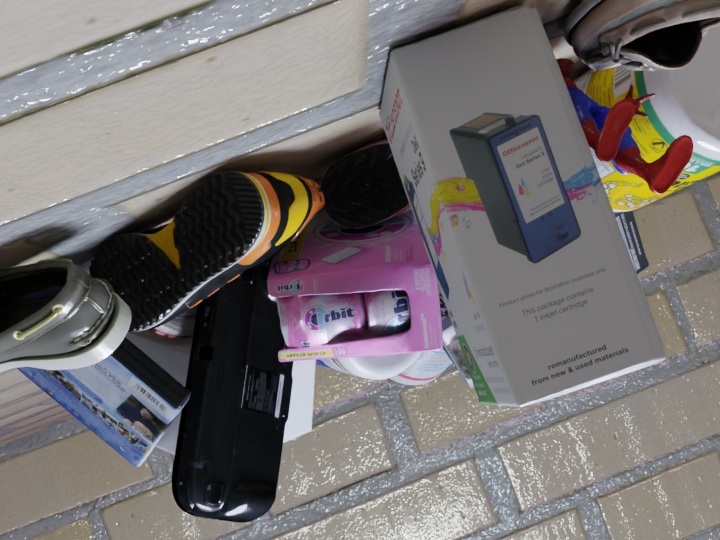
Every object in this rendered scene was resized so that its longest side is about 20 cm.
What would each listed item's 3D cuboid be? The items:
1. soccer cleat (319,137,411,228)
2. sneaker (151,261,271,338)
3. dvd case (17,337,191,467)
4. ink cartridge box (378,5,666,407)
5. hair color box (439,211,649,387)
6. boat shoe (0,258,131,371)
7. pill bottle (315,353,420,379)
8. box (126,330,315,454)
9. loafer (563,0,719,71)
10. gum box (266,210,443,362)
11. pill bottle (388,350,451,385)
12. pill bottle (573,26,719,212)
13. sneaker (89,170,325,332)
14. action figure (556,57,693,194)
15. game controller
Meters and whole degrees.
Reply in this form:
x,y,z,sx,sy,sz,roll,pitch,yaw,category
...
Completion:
x,y,z,sx,sy,sz,roll,pitch,yaw,category
0.066,-0.085,0.803,0.199,0.069,0.073,-20,-172,3,soccer cleat
-0.115,-0.004,0.919,0.199,0.078,0.082,-13,147,-44,sneaker
-0.207,0.081,0.853,0.018,0.143,0.200,-50,-179,-29,dvd case
0.083,-0.029,0.635,0.087,0.201,0.145,-17,176,-4,ink cartridge box
0.153,0.008,0.990,0.200,0.061,0.099,-34,138,0,hair color box
-0.249,0.035,0.725,0.201,0.072,0.060,-11,138,20,boat shoe
-0.032,0.033,1.068,0.115,0.116,0.200,-18,-164,-33,pill bottle
-0.154,0.086,0.973,0.199,0.098,0.124,14,-162,36,box
0.165,-0.137,0.602,0.072,0.063,0.200,-20,175,-9,loafer
0.000,0.000,0.819,0.113,0.067,0.200,-6,-161,4,gum box
0.084,0.018,1.096,0.108,0.109,0.200,-17,153,-44,pill bottle
0.208,-0.108,0.822,0.112,0.113,0.200,-19,175,-25,pill bottle
-0.106,-0.011,0.772,0.200,0.070,0.090,-28,169,40,sneaker
0.134,-0.098,0.669,0.065,0.052,0.200,22,-168,-17,action figure
-0.092,0.091,0.854,0.042,0.201,0.104,-1,164,30,game controller
